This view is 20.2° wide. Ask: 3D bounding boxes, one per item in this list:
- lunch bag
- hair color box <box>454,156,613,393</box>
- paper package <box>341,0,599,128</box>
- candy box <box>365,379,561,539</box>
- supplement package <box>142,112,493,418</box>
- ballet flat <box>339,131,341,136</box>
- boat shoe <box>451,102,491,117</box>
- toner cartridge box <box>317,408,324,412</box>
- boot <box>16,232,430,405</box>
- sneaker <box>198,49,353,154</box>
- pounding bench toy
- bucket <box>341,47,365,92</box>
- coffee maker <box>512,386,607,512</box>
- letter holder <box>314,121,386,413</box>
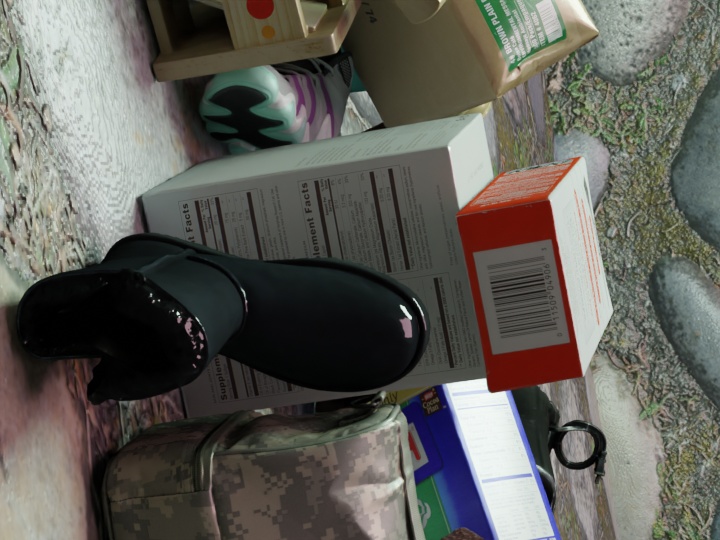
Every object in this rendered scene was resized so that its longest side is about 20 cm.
[{"bbox_3d":[-0.039,0.178,1.158,0.139,0.167,0.201,-30,110,-76],"label":"lunch bag"},{"bbox_3d":[0.112,-0.002,1.273,0.200,0.064,0.111,-37,116,-74],"label":"hair color box"},{"bbox_3d":[0.047,-0.217,1.454,0.200,0.103,0.191,61,-22,-8],"label":"paper package"},{"bbox_3d":[0.050,0.186,1.423,0.077,0.169,0.201,1,64,-46],"label":"candy box"},{"bbox_3d":[-0.014,-0.005,1.318,0.152,0.199,0.151,-46,126,-74],"label":"supplement package"},{"bbox_3d":[-0.053,-0.157,1.562,0.068,0.068,0.201,-53,133,-60],"label":"ballet flat"},{"bbox_3d":[0.052,-0.083,1.684,0.063,0.200,0.073,39,37,-7],"label":"boat shoe"},{"bbox_3d":[-0.004,0.211,1.561,0.095,0.043,0.200,64,21,-48],"label":"toner cartridge box"},{"bbox_3d":[-0.070,0.035,1.090,0.168,0.200,0.077,-50,154,-76],"label":"boot"},{"bbox_3d":[-0.052,-0.144,1.455,0.200,0.078,0.140,72,34,-70],"label":"sneaker"},{"bbox_3d":[-0.047,-0.232,1.328,0.124,0.199,0.156,-69,148,-61],"label":"pounding bench toy"},{"bbox_3d":[-0.005,-0.240,1.664,0.207,0.134,0.208,-8,90,-77],"label":"bucket"},{"bbox_3d":[0.120,0.170,1.742,0.200,0.191,0.135,-82,166,-71],"label":"coffee maker"},{"bbox_3d":[0.000,0.000,1.567,0.100,0.142,0.200,36,57,-28],"label":"letter holder"}]
